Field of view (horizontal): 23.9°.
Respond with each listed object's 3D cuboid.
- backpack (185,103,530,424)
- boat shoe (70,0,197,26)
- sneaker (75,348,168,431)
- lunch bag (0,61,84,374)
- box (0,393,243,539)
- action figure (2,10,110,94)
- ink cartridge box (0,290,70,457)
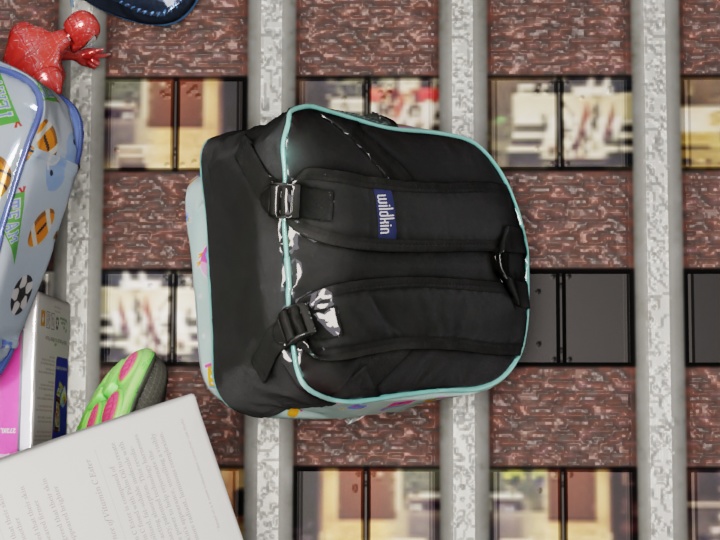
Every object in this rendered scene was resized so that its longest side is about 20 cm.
[{"bbox_3d":[0.000,0.000,1.004,0.199,0.153,0.177,-1,80,-36],"label":"backpack"},{"bbox_3d":[-0.192,-0.225,1.081,0.200,0.069,0.084,33,86,4],"label":"boat shoe"},{"bbox_3d":[-0.134,0.149,1.050,0.083,0.077,0.201,6,78,-30],"label":"sneaker"},{"bbox_3d":[-0.255,-0.039,0.975,0.160,0.076,0.201,17,87,16],"label":"lunch bag"},{"bbox_3d":[-0.174,0.161,0.928,0.199,0.097,0.125,-18,88,-30],"label":"box"},{"bbox_3d":[-0.218,-0.085,1.068,0.200,0.099,0.065,-42,60,20],"label":"action figure"},{"bbox_3d":[-0.203,0.114,1.033,0.037,0.095,0.201,-2,84,2],"label":"ink cartridge box"}]
